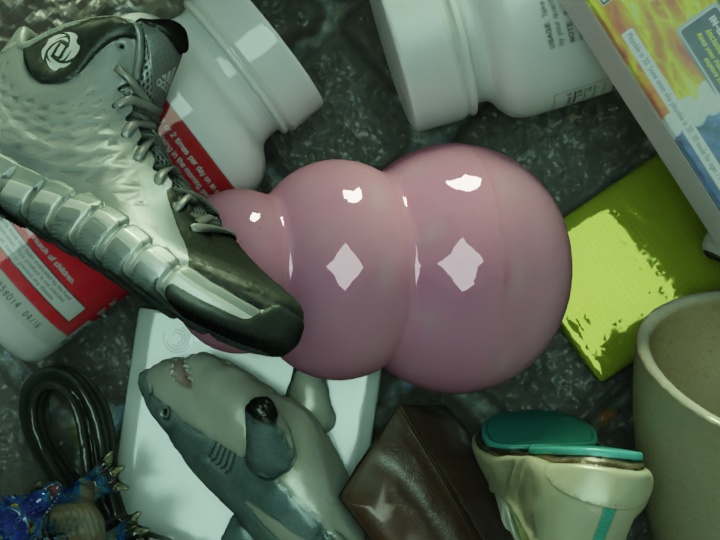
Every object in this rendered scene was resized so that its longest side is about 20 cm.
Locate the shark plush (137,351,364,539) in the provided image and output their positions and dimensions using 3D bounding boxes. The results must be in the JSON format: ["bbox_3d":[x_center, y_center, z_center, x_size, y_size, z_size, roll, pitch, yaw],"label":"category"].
[{"bbox_3d":[-0.039,0.129,0.839,0.083,0.091,0.201,-20,108,18],"label":"shark plush"}]

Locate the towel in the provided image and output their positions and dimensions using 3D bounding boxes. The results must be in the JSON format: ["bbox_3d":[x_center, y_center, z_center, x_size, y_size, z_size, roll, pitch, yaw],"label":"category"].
[{"bbox_3d":[0.185,-0.030,0.879,0.200,0.018,0.086,-34,84,-1],"label":"towel"}]

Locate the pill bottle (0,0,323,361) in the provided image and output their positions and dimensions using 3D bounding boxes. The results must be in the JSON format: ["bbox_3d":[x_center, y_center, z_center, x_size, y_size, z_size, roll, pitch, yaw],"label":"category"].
[{"bbox_3d":[-0.122,-0.056,0.832,0.200,0.112,0.112,-38,87,-2],"label":"pill bottle"}]

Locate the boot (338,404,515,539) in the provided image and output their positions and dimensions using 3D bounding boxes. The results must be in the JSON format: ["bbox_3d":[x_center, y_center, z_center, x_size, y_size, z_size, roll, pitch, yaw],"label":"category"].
[{"bbox_3d":[0.038,0.174,0.794,0.064,0.186,0.201,-27,96,35],"label":"boot"}]

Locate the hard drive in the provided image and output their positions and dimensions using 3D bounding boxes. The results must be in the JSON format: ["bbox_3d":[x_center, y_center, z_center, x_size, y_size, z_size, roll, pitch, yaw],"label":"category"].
[{"bbox_3d":[-0.065,0.128,0.865,0.131,0.026,0.201,8,87,1],"label":"hard drive"}]

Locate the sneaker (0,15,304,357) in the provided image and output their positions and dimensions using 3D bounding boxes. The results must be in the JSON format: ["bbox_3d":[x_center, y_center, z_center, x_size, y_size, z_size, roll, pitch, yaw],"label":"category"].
[{"bbox_3d":[-0.091,-0.052,0.730,0.199,0.075,0.116,29,81,15],"label":"sneaker"}]

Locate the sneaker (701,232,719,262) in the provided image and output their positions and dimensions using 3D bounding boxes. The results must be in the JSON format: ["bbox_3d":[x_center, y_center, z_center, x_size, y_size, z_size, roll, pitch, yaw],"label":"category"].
[{"bbox_3d":[0.277,-0.024,0.835,0.199,0.074,0.080,10,96,-10],"label":"sneaker"}]

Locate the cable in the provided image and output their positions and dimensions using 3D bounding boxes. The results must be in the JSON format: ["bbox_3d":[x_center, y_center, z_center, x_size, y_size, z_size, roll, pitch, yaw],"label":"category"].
[{"bbox_3d":[-0.114,0.143,0.841,0.097,0.050,0.200,-46,71,26],"label":"cable"}]

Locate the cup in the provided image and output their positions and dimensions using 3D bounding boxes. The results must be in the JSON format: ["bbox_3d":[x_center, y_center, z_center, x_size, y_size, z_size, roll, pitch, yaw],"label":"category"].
[{"bbox_3d":[0.219,0.115,0.790,0.199,0.200,0.144,8,111,1],"label":"cup"}]

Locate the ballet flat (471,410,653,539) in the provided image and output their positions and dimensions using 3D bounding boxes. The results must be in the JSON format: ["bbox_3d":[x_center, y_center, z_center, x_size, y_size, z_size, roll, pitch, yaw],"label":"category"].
[{"bbox_3d":[0.090,0.106,0.779,0.069,0.200,0.070,0,90,-2],"label":"ballet flat"}]

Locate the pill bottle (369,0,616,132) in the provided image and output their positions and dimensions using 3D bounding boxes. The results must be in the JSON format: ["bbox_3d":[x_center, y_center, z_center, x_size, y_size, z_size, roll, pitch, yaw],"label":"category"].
[{"bbox_3d":[0.108,-0.144,0.836,0.199,0.113,0.114,-17,87,-1],"label":"pill bottle"}]

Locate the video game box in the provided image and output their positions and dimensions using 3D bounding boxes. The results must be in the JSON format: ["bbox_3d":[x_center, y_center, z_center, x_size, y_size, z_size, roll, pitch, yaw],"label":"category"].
[{"bbox_3d":[0.216,-0.108,0.768,0.182,0.047,0.200,-36,100,-4],"label":"video game box"}]

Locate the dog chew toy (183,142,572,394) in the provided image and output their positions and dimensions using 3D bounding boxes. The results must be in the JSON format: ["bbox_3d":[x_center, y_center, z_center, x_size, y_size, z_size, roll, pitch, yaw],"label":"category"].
[{"bbox_3d":[0.000,0.000,0.807,0.199,0.124,0.125,-1,87,-18],"label":"dog chew toy"}]

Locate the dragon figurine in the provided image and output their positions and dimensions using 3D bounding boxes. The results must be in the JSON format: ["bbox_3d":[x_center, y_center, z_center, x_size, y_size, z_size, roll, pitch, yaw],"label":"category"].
[{"bbox_3d":[-0.169,0.136,0.785,0.200,0.099,0.059,-26,83,41],"label":"dragon figurine"}]
